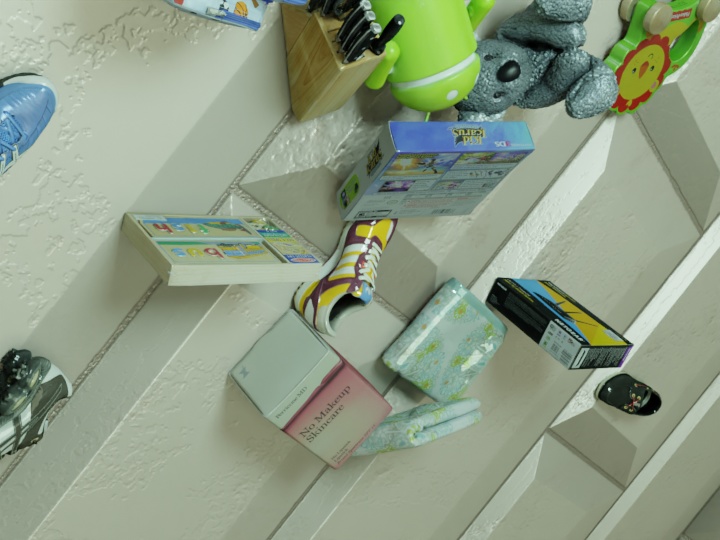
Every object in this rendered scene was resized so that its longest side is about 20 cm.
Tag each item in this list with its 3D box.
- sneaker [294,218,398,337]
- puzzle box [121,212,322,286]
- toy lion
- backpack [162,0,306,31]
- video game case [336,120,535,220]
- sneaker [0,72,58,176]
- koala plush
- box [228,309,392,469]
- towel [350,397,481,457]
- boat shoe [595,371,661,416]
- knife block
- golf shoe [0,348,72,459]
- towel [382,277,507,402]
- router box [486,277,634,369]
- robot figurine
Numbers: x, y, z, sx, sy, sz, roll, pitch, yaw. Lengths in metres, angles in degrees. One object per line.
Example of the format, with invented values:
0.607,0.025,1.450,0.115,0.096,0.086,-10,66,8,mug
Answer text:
0.000,0.000,1.234,0.201,0.090,0.075,-54,137,3,sneaker
-0.159,-0.026,1.053,0.199,0.133,0.026,-1,120,-40,puzzle box
0.451,-0.337,1.409,0.199,0.069,0.193,-19,136,-30,toy lion
-0.128,-0.311,0.853,0.189,0.200,0.155,-4,127,-46,backpack
0.092,-0.126,1.162,0.198,0.046,0.181,-4,159,-26,video game case
-0.363,-0.106,0.869,0.200,0.077,0.076,-46,135,-7,sneaker
0.194,-0.260,1.181,0.198,0.184,0.179,-24,105,-8,koala plush
-0.066,0.171,1.284,0.128,0.109,0.200,-46,138,-3,box
0.071,0.241,1.401,0.199,0.170,0.049,-8,81,-50,towel
0.566,0.262,1.912,0.200,0.063,0.074,17,109,-43,boat shoe
-0.016,-0.234,0.998,0.064,0.175,0.202,-22,131,-24,knife block
-0.407,0.189,1.035,0.200,0.078,0.094,-49,137,0,golf shoe
0.142,0.120,1.458,0.172,0.048,0.200,-51,137,-1,towel
0.323,0.084,1.483,0.148,0.200,0.051,4,118,-42,router box
0.072,-0.278,1.066,0.175,0.115,0.201,-34,118,-26,robot figurine
